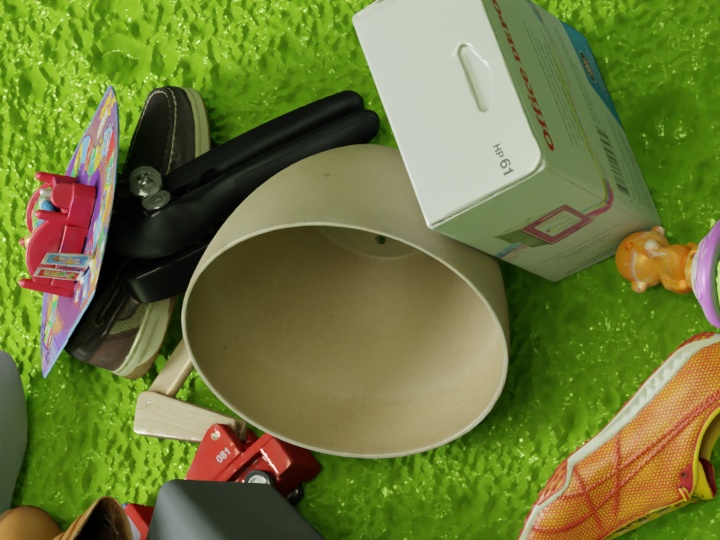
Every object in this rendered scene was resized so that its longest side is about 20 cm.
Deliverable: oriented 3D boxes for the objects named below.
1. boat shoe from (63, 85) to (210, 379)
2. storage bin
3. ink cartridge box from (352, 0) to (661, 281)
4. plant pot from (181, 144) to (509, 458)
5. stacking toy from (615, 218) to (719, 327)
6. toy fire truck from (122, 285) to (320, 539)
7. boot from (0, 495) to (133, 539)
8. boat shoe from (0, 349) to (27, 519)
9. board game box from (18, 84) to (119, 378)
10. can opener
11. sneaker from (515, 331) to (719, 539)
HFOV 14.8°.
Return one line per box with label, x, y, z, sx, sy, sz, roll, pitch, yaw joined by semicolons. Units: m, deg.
boat shoe;-0.149;-0.031;1.834;0.073;0.065;0.200;-10;67;56
storage bin;-0.092;0.228;1.703;0.134;0.145;0.200;46;124;53
ink cartridge box;0.090;-0.088;1.671;0.085;0.200;0.145;-27;70;18
plant pot;0.000;0.000;1.722;0.200;0.200;0.135;-13;39;23
stacking toy;0.238;0.003;1.649;0.200;0.110;0.116;7;67;37
toy fire truck;-0.102;0.108;1.809;0.200;0.049;0.141;-43;65;13
boot;-0.186;0.191;1.763;0.200;0.074;0.155;-106;31;-43
boat shoe;-0.280;0.151;1.878;0.086;0.075;0.202;4;91;29
board game box;-0.201;-0.029;1.812;0.039;0.200;0.158;11;62;-16
can opener;-0.080;-0.060;1.798;0.200;0.079;0.063;-34;49;-12
sneaker;0.165;0.127;1.669;0.077;0.073;0.200;46;104;15
